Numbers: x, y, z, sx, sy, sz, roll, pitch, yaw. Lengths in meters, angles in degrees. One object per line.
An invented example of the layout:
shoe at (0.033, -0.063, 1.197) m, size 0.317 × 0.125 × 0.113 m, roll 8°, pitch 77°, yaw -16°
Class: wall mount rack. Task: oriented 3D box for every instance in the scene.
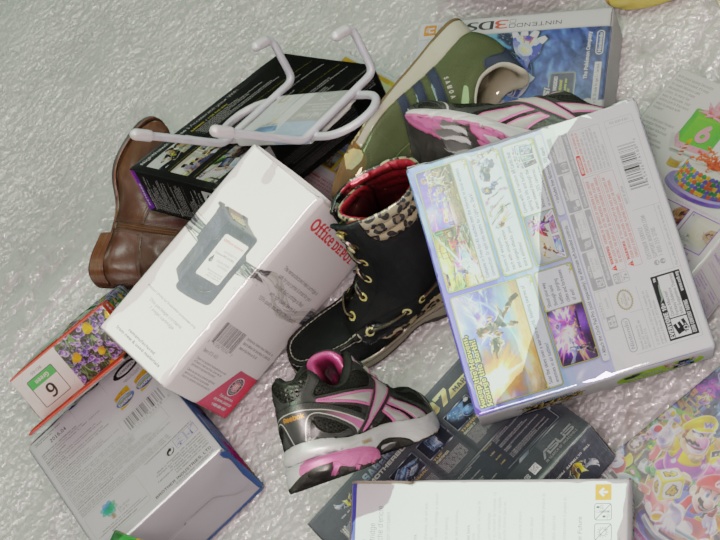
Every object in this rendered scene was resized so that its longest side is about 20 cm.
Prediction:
wall mount rack at (-0.086, -0.136, 1.488) m, size 0.199 × 0.075 × 0.174 m, roll 2°, pitch 39°, yaw 50°

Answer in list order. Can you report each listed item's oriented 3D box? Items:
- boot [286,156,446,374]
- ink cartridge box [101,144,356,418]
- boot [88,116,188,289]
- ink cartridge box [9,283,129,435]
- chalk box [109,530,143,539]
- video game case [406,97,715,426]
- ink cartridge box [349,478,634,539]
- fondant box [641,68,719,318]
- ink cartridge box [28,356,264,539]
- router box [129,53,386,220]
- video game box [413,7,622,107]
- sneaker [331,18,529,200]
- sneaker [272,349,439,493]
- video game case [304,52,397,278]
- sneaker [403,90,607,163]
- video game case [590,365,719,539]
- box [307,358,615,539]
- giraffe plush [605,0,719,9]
boot at (0.000, -0.001, 1.468) m, size 0.203 × 0.154 × 0.074 m, roll -29°, pitch 46°, yaw 12°
ink cartridge box at (-0.100, 0.012, 1.494) m, size 0.084 × 0.145 × 0.200 m, roll 40°, pitch 89°, yaw 22°
boot at (-0.152, -0.061, 1.675) m, size 0.199 × 0.064 × 0.188 m, roll 1°, pitch 71°, yaw 38°
ink cartridge box at (-0.249, 0.075, 1.567) m, size 0.109 × 0.050 × 0.200 m, roll -39°, pitch 6°, yaw 5°
chalk box at (-0.160, 0.322, 1.345) m, size 0.123 × 0.125 × 0.201 m, roll 11°, pitch 62°, yaw 38°
video game case at (0.147, -0.006, 1.324) m, size 0.180 × 0.045 × 0.201 m, roll -16°, pitch 73°, yaw 4°
ink cartridge box at (0.091, 0.244, 1.236) m, size 0.198 × 0.047 × 0.199 m, roll -3°, pitch 72°, yaw 16°
fondant box at (0.254, -0.052, 1.410) m, size 0.200 × 0.058 × 0.144 m, roll -50°, pitch 45°, yaw -9°
ink cartridge box at (-0.192, 0.159, 1.526) m, size 0.136 × 0.076 × 0.200 m, roll -42°, pitch 46°, yaw -4°
router box at (-0.091, -0.120, 1.614) m, size 0.200 × 0.051 × 0.149 m, roll -40°, pitch 31°, yaw -24°
video game box at (0.128, -0.136, 1.548) m, size 0.181 × 0.047 × 0.201 m, roll -4°, pitch 55°, yaw 21°
sneaker at (0.065, -0.119, 1.482) m, size 0.090 × 0.067 × 0.201 m, roll 29°, pitch 68°, yaw 20°
sneaker at (-0.004, 0.096, 1.295) m, size 0.080 × 0.200 × 0.087 m, roll -20°, pitch 86°, yaw 17°
video game case at (-0.012, -0.102, 1.649) m, size 0.182 × 0.023 × 0.200 m, roll -49°, pitch 44°, yaw -8°
sneaker at (0.135, -0.106, 1.430) m, size 0.198 × 0.081 × 0.087 m, roll 12°, pitch 45°, yaw 9°
video game case at (0.265, 0.143, 1.280) m, size 0.200 × 0.018 × 0.143 m, roll -39°, pitch 44°, yaw 1°
box at (0.074, 0.168, 1.353) m, size 0.200 × 0.051 × 0.158 m, roll -47°, pitch 39°, yaw -7°
giraffe plush at (0.262, -0.324, 1.540) m, size 0.172 × 0.162 × 0.200 m, roll -37°, pitch 44°, yaw 3°
